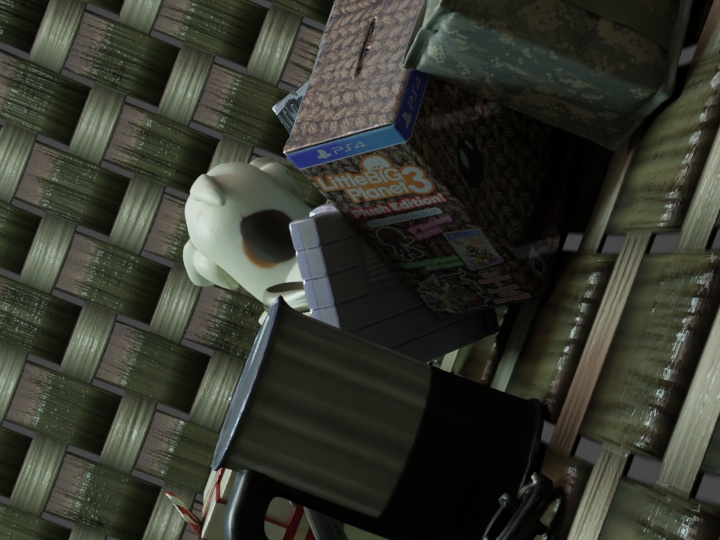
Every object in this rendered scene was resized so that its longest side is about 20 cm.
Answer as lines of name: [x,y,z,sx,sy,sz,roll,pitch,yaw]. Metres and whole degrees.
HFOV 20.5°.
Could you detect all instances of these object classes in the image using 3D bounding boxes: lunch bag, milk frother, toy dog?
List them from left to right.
toy dog: [-0.053,-0.014,1.792,0.140,0.199,0.194,-47,-26,-14]
milk frother: [0.014,0.115,1.218,0.200,0.186,0.182,123,166,-63]
lunch bag: [0.138,-0.206,1.301,0.118,0.163,0.202,127,163,-65]

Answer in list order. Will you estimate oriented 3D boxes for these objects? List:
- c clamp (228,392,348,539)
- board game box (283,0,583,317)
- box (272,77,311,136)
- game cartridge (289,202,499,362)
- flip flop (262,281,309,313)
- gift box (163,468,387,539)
c clamp: [-0.009,0.156,1.393,0.027,0.172,0.200,-29,-10,17]
board game box: [0.058,-0.093,1.405,0.096,0.200,0.161,-12,48,36]
box: [0.008,-0.084,1.748,0.050,0.158,0.200,-35,-9,10]
game cartridge: [0.026,0.005,1.444,0.038,0.131,0.199,-16,1,36]
flip flop: [0.000,0.000,1.595,0.199,0.081,0.058,-7,90,42]
gift box: [-0.040,0.153,1.567,0.185,0.198,0.188,-83,14,-87]
